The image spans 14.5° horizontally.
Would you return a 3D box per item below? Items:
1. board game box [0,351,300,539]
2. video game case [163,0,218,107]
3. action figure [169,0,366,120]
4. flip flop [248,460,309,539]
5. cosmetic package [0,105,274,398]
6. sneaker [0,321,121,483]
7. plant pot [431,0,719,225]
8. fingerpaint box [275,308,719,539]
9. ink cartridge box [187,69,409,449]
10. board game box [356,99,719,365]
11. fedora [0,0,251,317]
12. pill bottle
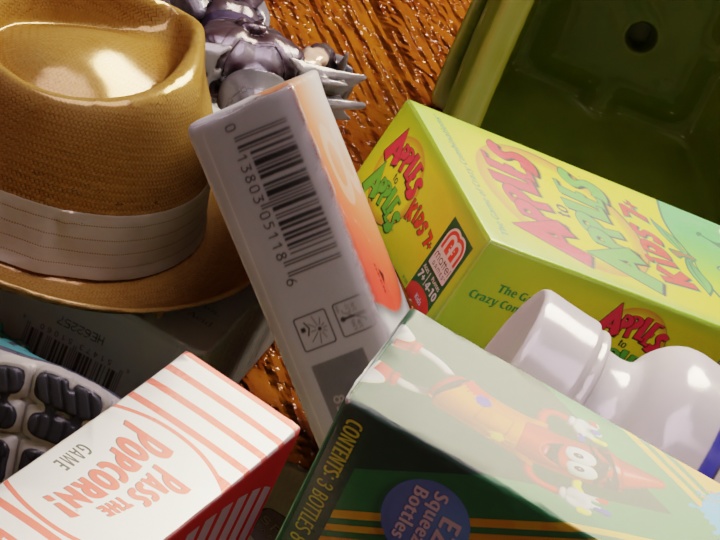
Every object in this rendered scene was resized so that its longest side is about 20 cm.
[{"bbox_3d":[-0.104,0.136,0.824,0.046,0.200,0.151,33,30,13],"label":"board game box"},{"bbox_3d":[-0.137,-0.139,1.443,0.182,0.023,0.200,13,32,-23],"label":"video game case"},{"bbox_3d":[-0.066,-0.120,1.382,0.130,0.069,0.200,19,33,-28],"label":"action figure"},{"bbox_3d":[0.017,0.130,1.056,0.200,0.058,0.081,38,59,25],"label":"flip flop"},{"bbox_3d":[-0.083,0.001,1.200,0.101,0.074,0.200,28,29,5],"label":"cosmetic package"},{"bbox_3d":[-0.138,0.048,1.079,0.199,0.078,0.080,30,21,7],"label":"sneaker"},{"bbox_3d":[0.148,-0.107,1.451,0.198,0.201,0.182,21,21,-10],"label":"plant pot"},{"bbox_3d":[0.039,0.143,0.931,0.166,0.200,0.073,30,30,6],"label":"fingerpaint box"},{"bbox_3d":[0.000,0.000,1.130,0.200,0.050,0.163,-41,109,-76],"label":"ink cartridge box"},{"bbox_3d":[0.101,0.005,1.171,0.199,0.048,0.102,20,27,-33],"label":"board game box"},{"bbox_3d":[-0.112,-0.061,1.121,0.200,0.082,0.201,17,28,-9],"label":"fedora"},{"bbox_3d":[0.120,0.098,0.992,0.200,0.112,0.112,36,28,-5],"label":"pill bottle"}]
